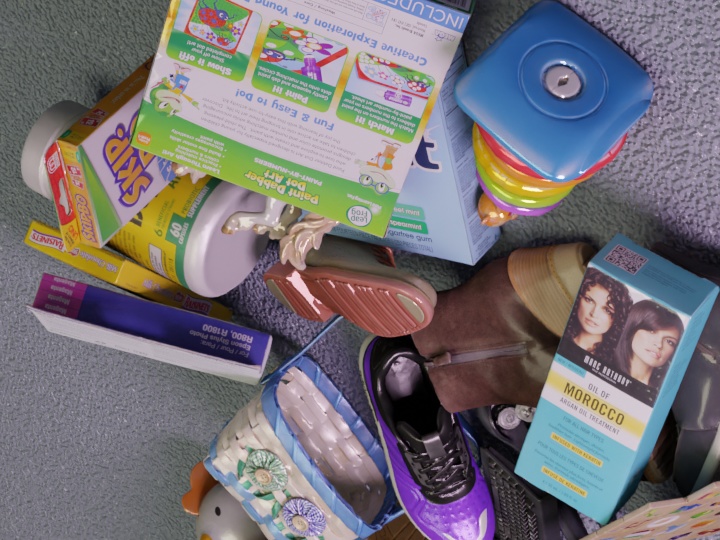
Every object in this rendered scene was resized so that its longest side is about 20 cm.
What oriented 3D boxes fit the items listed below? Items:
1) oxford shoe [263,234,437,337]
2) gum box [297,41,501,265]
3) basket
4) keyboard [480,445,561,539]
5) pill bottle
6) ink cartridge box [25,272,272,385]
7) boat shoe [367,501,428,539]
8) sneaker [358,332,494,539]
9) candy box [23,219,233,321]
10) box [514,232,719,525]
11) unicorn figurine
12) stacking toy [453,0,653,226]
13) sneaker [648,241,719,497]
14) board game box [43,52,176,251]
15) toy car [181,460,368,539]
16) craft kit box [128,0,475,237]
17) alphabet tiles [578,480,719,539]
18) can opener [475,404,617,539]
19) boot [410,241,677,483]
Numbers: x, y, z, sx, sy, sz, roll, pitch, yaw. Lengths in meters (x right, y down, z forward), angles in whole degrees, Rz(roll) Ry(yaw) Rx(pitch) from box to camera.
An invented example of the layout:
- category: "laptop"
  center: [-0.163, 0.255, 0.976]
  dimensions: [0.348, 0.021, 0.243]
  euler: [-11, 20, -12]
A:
- category: "oxford shoe"
  center: [0.000, 0.000, 1.534]
  dimensions: [0.200, 0.074, 0.071]
  euler: [12, 145, 53]
- category: "gum box"
  center: [0.009, -0.110, 1.477]
  dimensions: [0.169, 0.045, 0.201]
  euler: [13, 131, 35]
- category: "basket"
  center: [-0.016, 0.147, 1.672]
  dimensions: [0.200, 0.139, 0.176]
  euler: [-38, 97, 18]
- category: "keyboard"
  center: [0.149, 0.223, 1.614]
  dimensions: [0.127, 0.021, 0.200]
  euler: [36, 160, 26]
- category: "pill bottle"
  center: [-0.179, -0.066, 1.633]
  dimensions: [0.199, 0.113, 0.113]
  euler: [27, 139, 23]
- category: "ink cartridge box"
  center: [-0.172, 0.048, 1.643]
  dimensions: [0.195, 0.044, 0.200]
  euler: [15, 171, -2]
- category: "boat shoe"
  center: [0.085, 0.266, 1.720]
  dimensions: [0.200, 0.071, 0.069]
  euler: [27, 162, 45]
- category: "sneaker"
  center: [0.054, 0.143, 1.575]
  dimensions: [0.100, 0.069, 0.201]
  euler: [-169, 55, -82]
- category: "candy box"
  center: [-0.196, 0.006, 1.690]
  dimensions: [0.102, 0.027, 0.200]
  euler: [20, 175, 26]
- category: "box"
  center: [0.177, 0.079, 1.382]
  dimensions: [0.082, 0.049, 0.201]
  euler: [29, 129, 19]
- category: "unicorn figurine"
  center: [-0.085, -0.102, 1.487]
  dimensions: [0.200, 0.074, 0.137]
  euler: [38, 130, -13]
- category: "stacking toy"
  center: [0.116, -0.080, 1.375]
  dimensions: [0.110, 0.116, 0.200]
  euler: [41, 153, 10]
- category: "sneaker"
  center: [0.238, 0.072, 1.420]
  dimensions: [0.106, 0.075, 0.201]
  euler: [29, 130, 26]
- category: "board game box"
  center: [-0.169, -0.103, 1.519]
  dimensions: [0.030, 0.200, 0.096]
  euler: [18, 135, 29]
- category: "toy car"
  center: [-0.105, 0.263, 1.835]
  dimensions: [0.200, 0.177, 0.185]
  euler: [45, 133, 20]
- category: "craft kit box"
  center: [-0.043, -0.139, 1.375]
  dimensions: [0.199, 0.049, 0.198]
  euler: [20, 124, -3]
- category: "alphabet tiles"
  center: [0.238, 0.184, 1.457]
  dimensions: [0.200, 0.166, 0.006]
  euler: [-41, 60, 52]
- category: "can opener"
  center: [0.153, 0.145, 1.578]
  dimensions: [0.063, 0.079, 0.200]
  euler: [-32, 107, 12]
- category: "boot"
  center: [0.138, 0.084, 1.493]
  dimensions: [0.166, 0.072, 0.201]
  euler: [-22, 93, 35]
